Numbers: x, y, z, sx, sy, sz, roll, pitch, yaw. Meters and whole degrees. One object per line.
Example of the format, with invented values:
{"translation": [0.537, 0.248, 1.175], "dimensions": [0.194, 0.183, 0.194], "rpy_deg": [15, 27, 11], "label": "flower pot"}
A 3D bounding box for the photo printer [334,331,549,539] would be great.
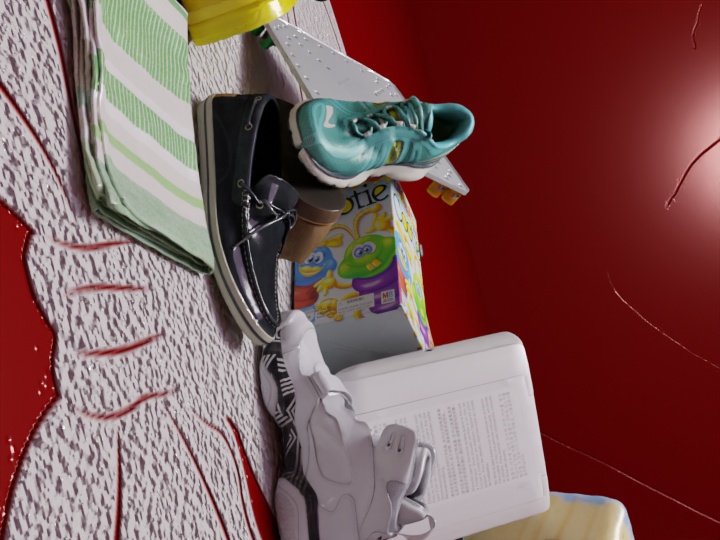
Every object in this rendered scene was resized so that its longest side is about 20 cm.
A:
{"translation": [0.057, 0.153, 0.774], "dimensions": [0.069, 0.199, 0.168], "rpy_deg": [174, -95, -70], "label": "photo printer"}

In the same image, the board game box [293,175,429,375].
{"translation": [0.000, 0.000, 0.871], "dimensions": [0.103, 0.104, 0.201], "rpy_deg": [63, 17, -44], "label": "board game box"}

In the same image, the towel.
{"translation": [-0.135, -0.110, 0.567], "dimensions": [0.153, 0.023, 0.201], "rpy_deg": [43, 35, -70], "label": "towel"}

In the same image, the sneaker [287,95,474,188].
{"translation": [0.019, -0.119, 0.742], "dimensions": [0.199, 0.079, 0.078], "rpy_deg": [-13, 81, -49], "label": "sneaker"}

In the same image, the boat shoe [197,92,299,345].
{"translation": [-0.078, -0.045, 0.667], "dimensions": [0.075, 0.062, 0.201], "rpy_deg": [49, 30, -68], "label": "boat shoe"}

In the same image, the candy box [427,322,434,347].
{"translation": [0.057, 0.119, 1.116], "dimensions": [0.200, 0.055, 0.116], "rpy_deg": [-45, 121, -75], "label": "candy box"}

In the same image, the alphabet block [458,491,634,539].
{"translation": [0.150, 0.342, 0.838], "dimensions": [0.200, 0.195, 0.196], "rpy_deg": [-60, 137, -45], "label": "alphabet block"}

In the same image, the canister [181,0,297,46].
{"translation": [-0.121, -0.294, 0.695], "dimensions": [0.149, 0.086, 0.201], "rpy_deg": [-79, 151, -62], "label": "canister"}

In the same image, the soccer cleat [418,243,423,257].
{"translation": [0.016, 0.051, 0.981], "dimensions": [0.070, 0.086, 0.201], "rpy_deg": [26, 68, -36], "label": "soccer cleat"}

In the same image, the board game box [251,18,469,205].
{"translation": [-0.002, -0.160, 0.889], "dimensions": [0.199, 0.026, 0.200], "rpy_deg": [19, 32, -42], "label": "board game box"}

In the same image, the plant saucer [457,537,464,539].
{"translation": [0.076, 0.224, 0.852], "dimensions": [0.200, 0.070, 0.019], "rpy_deg": [-60, 147, -42], "label": "plant saucer"}

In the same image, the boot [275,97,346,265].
{"translation": [-0.069, -0.085, 0.788], "dimensions": [0.076, 0.073, 0.201], "rpy_deg": [-62, -151, 33], "label": "boot"}

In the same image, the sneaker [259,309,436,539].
{"translation": [-0.008, 0.117, 0.676], "dimensions": [0.075, 0.114, 0.201], "rpy_deg": [53, 26, -62], "label": "sneaker"}
